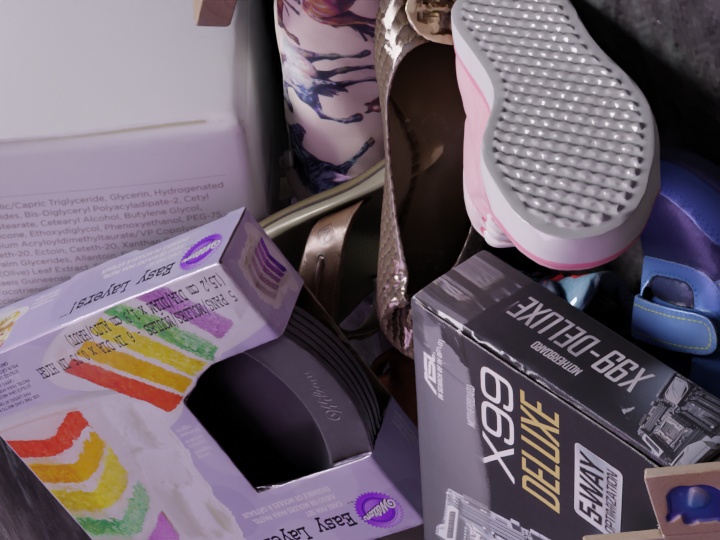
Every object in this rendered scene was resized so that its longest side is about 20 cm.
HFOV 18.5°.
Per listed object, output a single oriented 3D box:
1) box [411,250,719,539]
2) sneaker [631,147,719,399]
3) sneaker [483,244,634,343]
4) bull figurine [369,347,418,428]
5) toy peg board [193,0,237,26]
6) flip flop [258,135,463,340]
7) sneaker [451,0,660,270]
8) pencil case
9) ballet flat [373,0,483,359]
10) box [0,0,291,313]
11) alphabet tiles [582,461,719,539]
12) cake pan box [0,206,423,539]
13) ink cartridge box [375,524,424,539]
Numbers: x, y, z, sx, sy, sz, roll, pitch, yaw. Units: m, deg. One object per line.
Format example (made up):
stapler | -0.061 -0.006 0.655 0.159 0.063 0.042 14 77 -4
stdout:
box | 0.095 0.110 0.979 0.157 0.050 0.201 34 143 35
sneaker | 0.151 0.044 0.968 0.074 0.082 0.201 19 131 59
sneaker | 0.104 0.033 1.091 0.200 0.079 0.096 50 127 41
bull figurine | 0.080 0.113 1.190 0.200 0.065 0.122 43 145 7
toy peg board | -0.098 -0.248 1.006 0.199 0.097 0.201 115 153 -62
flip flop | 0.000 0.000 1.110 0.081 0.199 0.058 43 -155 -39
sneaker | 0.086 -0.038 0.958 0.201 0.075 0.105 -104 3 -55
pencil case | -0.008 -0.110 1.103 0.078 0.089 0.201 -104 4 -48
ballet flat | 0.036 -0.053 1.046 0.046 0.067 0.201 -107 22 -75
box | -0.144 -0.066 1.208 0.200 0.199 0.172 -92 -4 -49
alphabet tiles | 0.196 0.133 0.881 0.199 0.008 0.168 -7 128 20
cake pan box | -0.080 0.075 1.126 0.199 0.052 0.184 -20 121 31
ink cartridge box | -0.033 0.190 1.253 0.145 0.085 0.200 48 121 5
